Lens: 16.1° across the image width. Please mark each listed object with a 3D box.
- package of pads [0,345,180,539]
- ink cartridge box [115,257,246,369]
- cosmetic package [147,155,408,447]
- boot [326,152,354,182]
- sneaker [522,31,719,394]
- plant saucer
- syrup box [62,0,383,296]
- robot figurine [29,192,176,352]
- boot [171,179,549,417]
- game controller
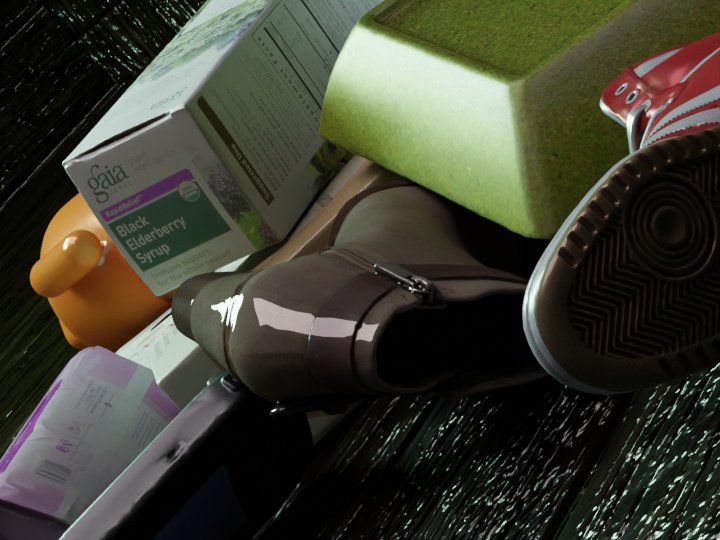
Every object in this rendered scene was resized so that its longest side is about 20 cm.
[{"bbox_3d":[-0.141,0.121,1.145,0.121,0.076,0.200,-58,4,18],"label":"package of pads"},{"bbox_3d":[-0.111,0.067,1.395,0.161,0.050,0.200,-38,8,32],"label":"ink cartridge box"},{"bbox_3d":[0.000,0.000,1.146,0.200,0.071,0.105,-44,10,-2],"label":"cosmetic package"},{"bbox_3d":[0.002,-0.053,1.284,0.200,0.075,0.074,149,129,-67],"label":"boot"},{"bbox_3d":[0.103,-0.022,0.836,0.200,0.071,0.112,-41,11,-30],"label":"sneaker"},{"bbox_3d":[0.092,-0.110,1.047,0.200,0.048,0.200,-36,28,-14],"label":"plant saucer"},{"bbox_3d":[-0.052,-0.079,1.206,0.079,0.082,0.200,-24,20,33],"label":"syrup box"},{"bbox_3d":[-0.119,-0.016,1.553,0.200,0.144,0.117,-32,38,50],"label":"robot figurine"},{"bbox_3d":[0.029,0.013,0.977,0.200,0.070,0.146,-17,16,-35],"label":"boot"},{"bbox_3d":[-0.092,0.123,1.010,0.200,0.042,0.104,-46,-32,-17],"label":"game controller"}]
